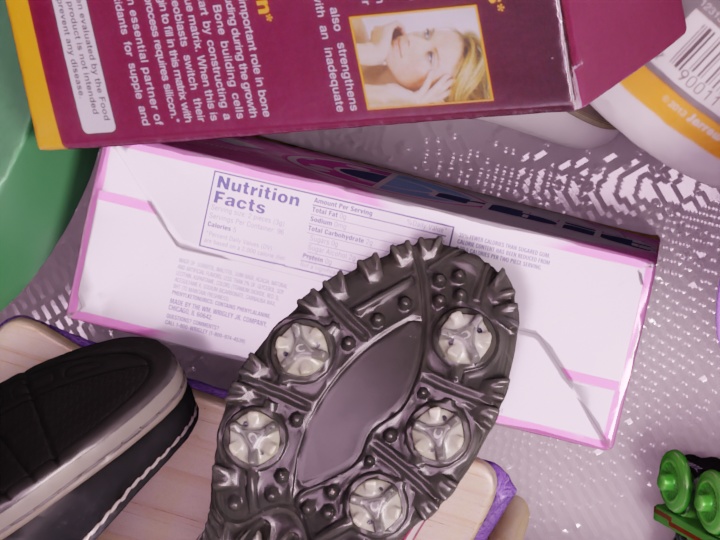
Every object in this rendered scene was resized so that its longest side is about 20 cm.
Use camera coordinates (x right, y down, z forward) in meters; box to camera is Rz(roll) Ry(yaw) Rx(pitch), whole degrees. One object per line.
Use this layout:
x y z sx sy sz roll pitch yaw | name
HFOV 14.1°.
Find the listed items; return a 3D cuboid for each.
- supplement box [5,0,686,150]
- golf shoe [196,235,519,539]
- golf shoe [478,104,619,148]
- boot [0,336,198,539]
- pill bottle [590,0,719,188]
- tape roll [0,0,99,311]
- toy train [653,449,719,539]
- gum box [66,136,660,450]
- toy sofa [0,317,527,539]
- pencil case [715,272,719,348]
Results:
-0.011 -0.106 0.910 0.199 0.086 0.111 -3 108 31 | supplement box
-0.017 0.079 0.937 0.077 0.088 0.201 32 89 8 | golf shoe
0.002 -0.088 1.032 0.199 0.073 0.092 25 127 1 | golf shoe
-0.108 0.133 0.969 0.203 0.073 0.154 -40 118 -5 | boot
0.152 -0.131 0.942 0.116 0.116 0.200 43 113 2 | pill bottle
-0.186 -0.059 1.015 0.199 0.048 0.201 -8 69 21 | tape roll
0.153 0.105 0.969 0.042 0.200 0.057 -3 102 -21 | toy train
0.000 0.000 1.009 0.199 0.114 0.066 14 97 5 | gum box
-0.043 0.079 1.028 0.199 0.083 0.098 16 103 6 | toy sofa
0.160 0.018 0.954 0.084 0.200 0.086 35 93 14 | pencil case
